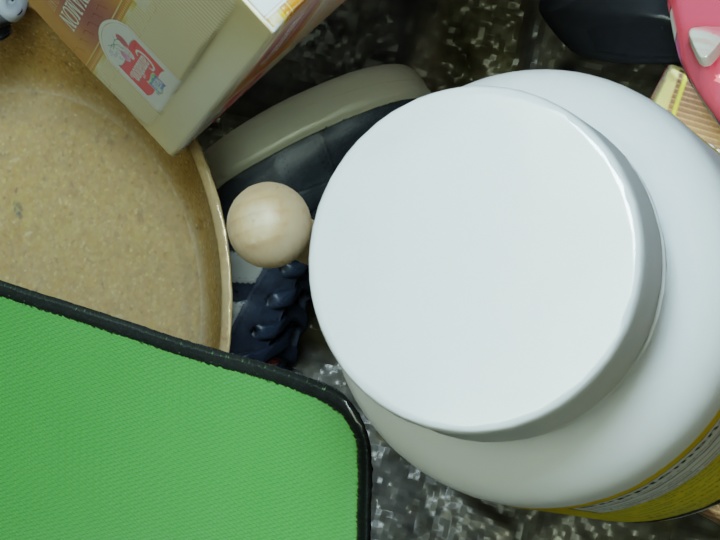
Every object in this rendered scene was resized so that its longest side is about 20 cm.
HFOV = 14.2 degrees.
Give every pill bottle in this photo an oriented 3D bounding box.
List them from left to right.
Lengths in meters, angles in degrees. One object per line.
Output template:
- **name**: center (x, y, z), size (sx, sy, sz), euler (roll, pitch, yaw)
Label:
- **pill bottle**: center (0.055, 0.008, 0.763), size (0.111, 0.200, 0.112), euler (-2, 82, 17)

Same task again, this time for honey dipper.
- **honey dipper**: center (0.000, 0.000, 0.837), size (0.038, 0.200, 0.038), euler (-2, 84, 17)

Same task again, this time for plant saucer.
- **plant saucer**: center (-0.117, 0.016, 0.893), size (0.199, 0.035, 0.202), euler (-3, 84, 28)

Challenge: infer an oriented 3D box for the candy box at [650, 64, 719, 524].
- **candy box**: center (0.155, 0.036, 0.864), size (0.199, 0.055, 0.116), euler (29, 92, 18)

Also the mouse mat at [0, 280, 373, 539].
- **mouse mat**: center (-0.079, 0.082, 0.812), size (0.199, 0.008, 0.162), euler (16, 118, 30)

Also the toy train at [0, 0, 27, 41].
- **toy train**: center (-0.188, -0.070, 0.890), size (0.199, 0.042, 0.057), euler (-17, 120, 23)

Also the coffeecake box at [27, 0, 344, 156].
- **coffeecake box**: center (0.007, -0.136, 0.793), size (0.073, 0.153, 0.200), euler (46, 74, -2)

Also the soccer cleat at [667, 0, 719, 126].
- **soccer cleat**: center (0.146, -0.031, 0.820), size (0.067, 0.076, 0.201), euler (-32, 58, 5)

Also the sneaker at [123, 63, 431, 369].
- **sneaker**: center (-0.040, 0.022, 0.916), size (0.200, 0.075, 0.085), euler (-42, 73, 18)

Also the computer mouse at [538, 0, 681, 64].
- **computer mouse**: center (0.151, -0.090, 0.877), size (0.199, 0.059, 0.034), euler (-2, 113, 15)
